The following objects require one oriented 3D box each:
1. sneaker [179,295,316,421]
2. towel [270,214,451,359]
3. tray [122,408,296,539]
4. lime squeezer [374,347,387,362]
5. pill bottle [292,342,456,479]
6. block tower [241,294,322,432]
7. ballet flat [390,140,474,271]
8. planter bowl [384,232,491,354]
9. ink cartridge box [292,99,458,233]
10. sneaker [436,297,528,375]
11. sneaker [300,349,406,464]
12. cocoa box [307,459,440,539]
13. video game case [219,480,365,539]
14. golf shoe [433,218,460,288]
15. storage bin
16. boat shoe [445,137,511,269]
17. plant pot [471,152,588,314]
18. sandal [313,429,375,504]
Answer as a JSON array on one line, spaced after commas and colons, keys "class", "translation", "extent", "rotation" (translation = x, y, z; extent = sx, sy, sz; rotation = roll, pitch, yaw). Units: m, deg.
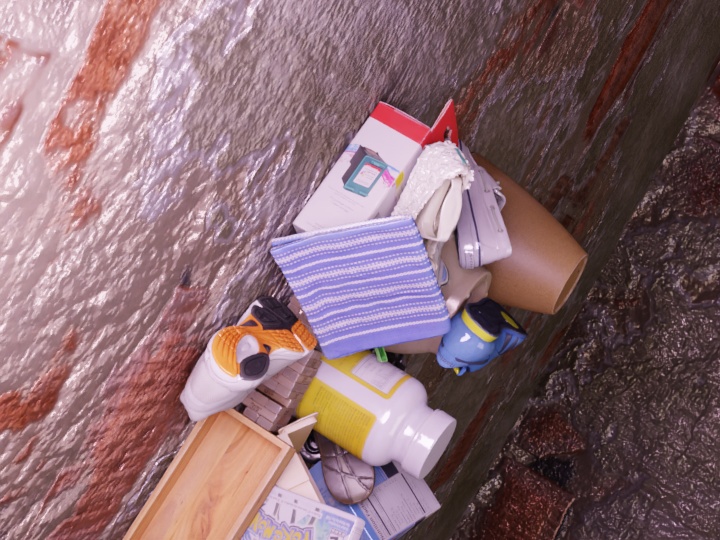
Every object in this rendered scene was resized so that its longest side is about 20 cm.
[{"class": "sneaker", "translation": [-0.117, 0.089, 1.263], "extent": [0.092, 0.076, 0.200], "rotation": [-45, 171, 23]}, {"class": "towel", "translation": [0.005, 0.021, 1.280], "extent": [0.200, 0.145, 0.024], "rotation": [66, 16, -52]}, {"class": "tray", "translation": [-0.161, 0.242, 1.316], "extent": [0.200, 0.099, 0.037], "rotation": [-58, 163, -5]}, {"class": "lime squeezer", "translation": [0.000, 0.000, 1.443], "extent": [0.071, 0.038, 0.200], "rotation": [-138, -137, -76]}, {"class": "pill bottle", "translation": [0.005, 0.154, 1.470], "extent": [0.112, 0.200, 0.112], "rotation": [-51, 161, -25]}, {"class": "block tower", "translation": [-0.064, 0.077, 1.396], "extent": [0.200, 0.054, 0.058], "rotation": [-60, 164, -1]}, {"class": "ballet flat", "translation": [0.058, -0.034, 1.296], "extent": [0.072, 0.072, 0.200], "rotation": [-24, 139, -63]}, {"class": "planter bowl", "translation": [0.075, 0.023, 1.566], "extent": [0.200, 0.135, 0.200], "rotation": [-52, 162, -24]}, {"class": "ink cartridge box", "translation": [0.021, -0.090, 1.330], "extent": [0.200, 0.067, 0.116], "rotation": [-55, 162, -13]}, {"class": "sneaker", "translation": [0.140, 0.082, 1.525], "extent": [0.078, 0.066, 0.200], "rotation": [-50, 163, 15]}, {"class": "sneaker", "translation": [-0.018, 0.175, 1.692], "extent": [0.200, 0.075, 0.079], "rotation": [-45, 169, -17]}, {"class": "cocoa box", "translation": [-0.024, 0.312, 1.639], "extent": [0.131, 0.133, 0.200], "rotation": [-23, 164, -45]}, {"class": "video game case", "translation": [-0.111, 0.309, 1.305], "extent": [0.022, 0.200, 0.182], "rotation": [40, 68, -52]}, {"class": "golf shoe", "translation": [0.059, -0.052, 1.422], "extent": [0.097, 0.078, 0.200], "rotation": [41, 44, -52]}, {"class": "storage bin", "translation": [-0.054, 0.285, 1.436], "extent": [0.094, 0.200, 0.199], "rotation": [-23, 164, -18]}, {"class": "boat shoe", "translation": [0.138, -0.080, 1.515], "extent": [0.074, 0.067, 0.200], "rotation": [86, -1, -51]}, {"class": "plant pot", "translation": [0.194, -0.029, 1.712], "extent": [0.186, 0.200, 0.186], "rotation": [-50, 161, -24]}, {"class": "sandal", "translation": [-0.017, 0.186, 1.552], "extent": [0.055, 0.082, 0.200], "rotation": [64, 14, -70]}]
